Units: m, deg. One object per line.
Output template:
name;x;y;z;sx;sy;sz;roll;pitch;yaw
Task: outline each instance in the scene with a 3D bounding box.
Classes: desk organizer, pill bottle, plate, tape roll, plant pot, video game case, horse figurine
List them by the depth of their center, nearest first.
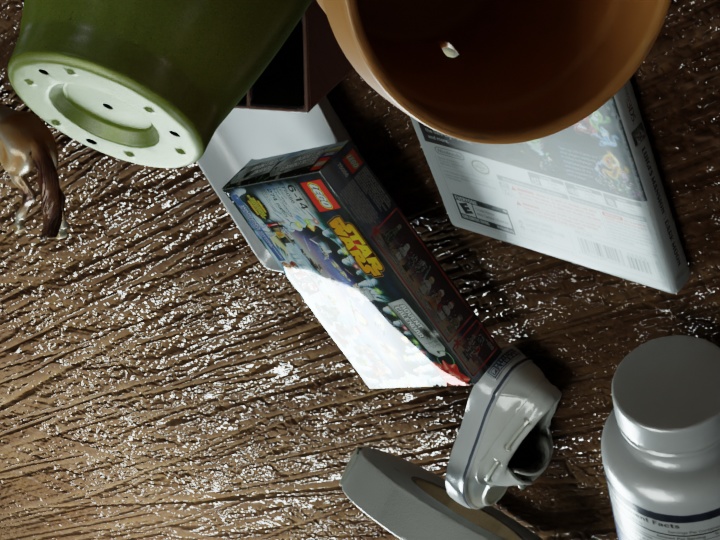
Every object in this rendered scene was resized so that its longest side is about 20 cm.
plant pot;0.052;-0.179;1.162;0.201;0.200;0.140;58;166;-26
plant pot;-0.123;-0.176;1.324;0.199;0.194;0.201;20;160;7
video game case;0.110;-0.080;1.391;0.199;0.023;0.182;19;144;42
pill bottle;0.221;0.139;1.446;0.111;0.111;0.201;25;147;34
desk organizer;-0.086;-0.161;1.490;0.199;0.077;0.072;8;136;50
plate;-0.052;-0.077;1.613;0.199;0.032;0.200;7;135;51
tape roll;0.078;0.205;1.715;0.202;0.037;0.203;28;-177;-2
horse figurine;-0.313;-0.103;1.898;0.200;0.050;0.133;33;135;39

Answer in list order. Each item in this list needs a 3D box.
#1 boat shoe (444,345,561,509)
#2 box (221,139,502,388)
boat shoe;0.116;0.133;1.641;0.066;0.072;0.201;37;146;19
box;0.000;0.000;1.572;0.200;0.040;0.137;53;150;-18
